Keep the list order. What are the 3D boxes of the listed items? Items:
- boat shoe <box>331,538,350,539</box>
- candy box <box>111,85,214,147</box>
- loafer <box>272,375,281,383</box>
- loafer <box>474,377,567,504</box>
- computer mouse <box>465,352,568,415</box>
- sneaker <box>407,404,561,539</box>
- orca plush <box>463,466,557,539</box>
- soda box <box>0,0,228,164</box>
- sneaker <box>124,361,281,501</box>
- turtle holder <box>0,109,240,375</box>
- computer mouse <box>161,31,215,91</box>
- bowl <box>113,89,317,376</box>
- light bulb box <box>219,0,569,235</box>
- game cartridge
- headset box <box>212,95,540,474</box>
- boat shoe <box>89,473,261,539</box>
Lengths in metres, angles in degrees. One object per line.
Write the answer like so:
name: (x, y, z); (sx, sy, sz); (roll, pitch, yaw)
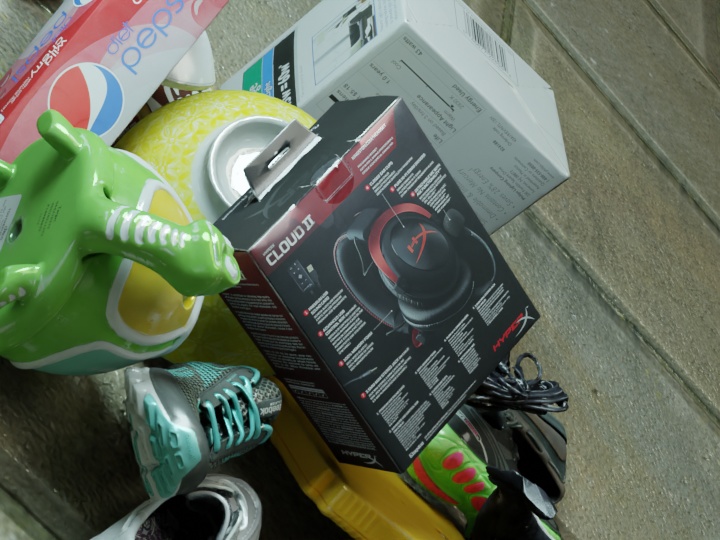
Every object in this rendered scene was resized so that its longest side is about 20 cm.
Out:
boat shoe: (0.027, 0.257, 1.293); (0.201, 0.070, 0.070); (63, 31, -4)
candy box: (-0.131, -0.078, 1.439); (0.201, 0.056, 0.116); (60, 26, 13)
loafer: (-0.012, 0.067, 1.461); (0.200, 0.075, 0.069); (39, 26, -51)
loafer: (0.108, 0.131, 1.598); (0.200, 0.072, 0.063); (29, 41, -47)
computer mouse: (0.056, 0.039, 1.477); (0.200, 0.053, 0.138); (51, 19, 27)
sneaker: (0.100, 0.151, 1.495); (0.200, 0.076, 0.084); (54, 42, -47)
orca plush: (0.118, 0.220, 1.445); (0.104, 0.200, 0.072); (14, 59, 3)
soda box: (-0.161, -0.141, 1.288); (0.070, 0.200, 0.063); (39, 0, -28)
sneaker: (-0.090, 0.082, 1.179); (0.200, 0.090, 0.078); (-141, -141, -82)
turtle holder: (-0.150, -0.013, 1.163); (0.131, 0.185, 0.142); (29, 40, -32)
computer mouse: (-0.158, -0.186, 1.400); (0.109, 0.044, 0.200); (4, 28, -43)
bowl: (-0.073, -0.041, 1.320); (0.198, 0.108, 0.202); (8, 65, -17)
light bulb box: (0.022, -0.108, 1.578); (0.198, 0.200, 0.125); (41, 27, -28)
game cartridge: (0.015, 0.163, 1.359); (0.200, 0.032, 0.176); (40, 4, -27)
headset box: (0.000, 0.000, 1.247); (0.149, 0.075, 0.201); (-47, 116, -25)
boat shoe: (-0.101, 0.153, 1.190); (0.072, 0.068, 0.200); (60, 25, 11)
